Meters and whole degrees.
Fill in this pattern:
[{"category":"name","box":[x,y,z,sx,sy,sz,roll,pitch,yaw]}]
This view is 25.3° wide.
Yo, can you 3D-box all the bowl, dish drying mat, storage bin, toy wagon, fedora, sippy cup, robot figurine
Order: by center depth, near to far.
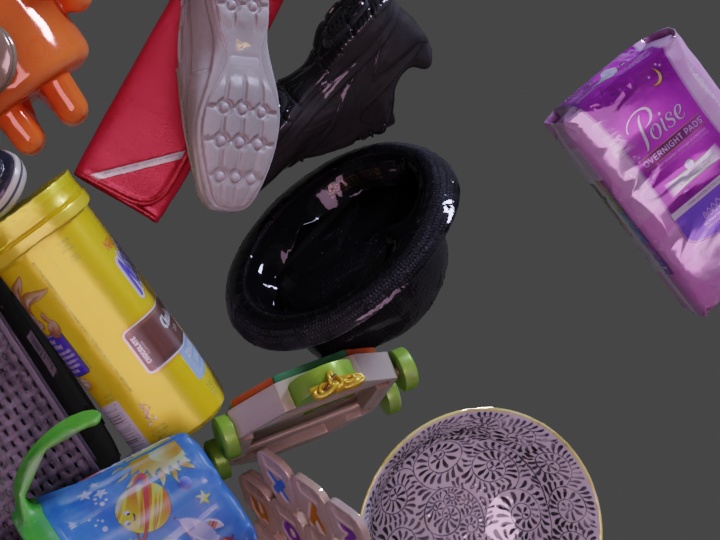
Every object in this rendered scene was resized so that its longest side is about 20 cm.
[{"category":"sippy cup","box":[-0.146,0.183,1.088,0.130,0.140,0.178,-35,143,-12]},{"category":"robot figurine","box":[-0.275,-0.180,1.163,0.144,0.117,0.200,-31,99,32]},{"category":"toy wagon","box":[-0.035,0.096,1.175,0.155,0.200,0.040,-20,75,-17]},{"category":"storage bin","box":[-0.268,0.088,1.179,0.094,0.135,0.200,-31,98,-2]},{"category":"fedora","box":[0.000,0.000,1.209,0.200,0.201,0.092,-39,128,-1]},{"category":"dish drying mat","box":[-0.136,-0.140,1.212,0.077,0.018,0.200,30,81,-11]},{"category":"bowl","box":[0.077,0.203,1.244,0.200,0.094,0.201,0,89,-19]}]

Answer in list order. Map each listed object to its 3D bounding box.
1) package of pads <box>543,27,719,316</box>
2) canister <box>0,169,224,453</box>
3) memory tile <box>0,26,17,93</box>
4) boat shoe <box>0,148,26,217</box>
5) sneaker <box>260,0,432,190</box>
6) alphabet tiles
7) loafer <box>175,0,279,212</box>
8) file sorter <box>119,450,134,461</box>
[{"category":"package of pads","box":[0.250,-0.077,1.254,0.120,0.076,0.200,-39,99,-4]},{"category":"canister","box":[-0.190,0.032,1.179,0.086,0.149,0.200,-36,101,-3]},{"category":"memory tile","box":[-0.332,-0.147,1.104,0.200,0.017,0.153,41,108,17]},{"category":"boat shoe","box":[-0.332,-0.068,1.151,0.199,0.062,0.075,6,66,23]},{"category":"sneaker","box":[-0.024,-0.120,1.220,0.200,0.076,0.091,-45,124,11]},{"category":"alphabet tiles","box":[-0.016,0.219,1.161,0.015,0.200,0.196,-34,130,-27]},{"category":"loafer","box":[-0.101,-0.139,1.176,0.070,0.070,0.201,7,80,-29]},{"category":"file sorter","box":[-0.142,0.249,1.218,0.139,0.125,0.200,-37,99,-1]}]
